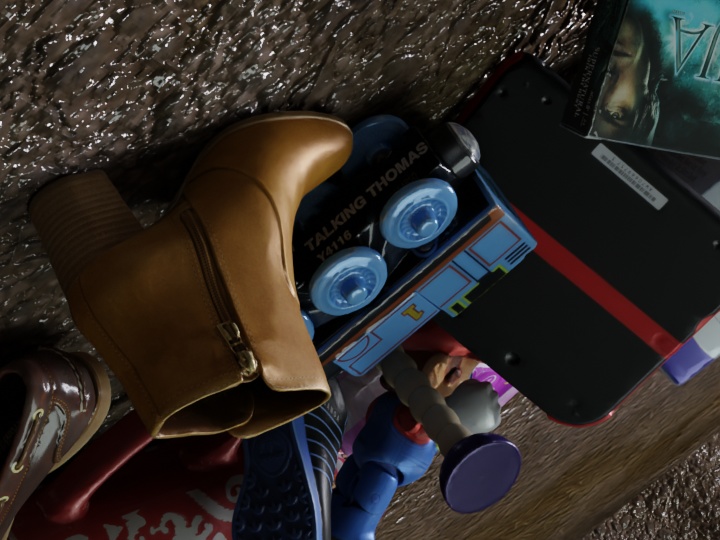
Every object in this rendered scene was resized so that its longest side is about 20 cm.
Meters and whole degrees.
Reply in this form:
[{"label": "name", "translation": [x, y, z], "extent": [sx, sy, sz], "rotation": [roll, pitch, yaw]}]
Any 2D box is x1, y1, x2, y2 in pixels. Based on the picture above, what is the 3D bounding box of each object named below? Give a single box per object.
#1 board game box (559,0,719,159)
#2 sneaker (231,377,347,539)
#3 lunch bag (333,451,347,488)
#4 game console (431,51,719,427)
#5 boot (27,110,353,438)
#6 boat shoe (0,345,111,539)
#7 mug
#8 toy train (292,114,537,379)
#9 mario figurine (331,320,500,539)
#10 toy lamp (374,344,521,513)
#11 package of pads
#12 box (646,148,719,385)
[{"label": "board game box", "translation": [0.215, -0.132, 0.829], "extent": [0.199, 0.028, 0.136], "rotation": [4, 109, -34]}, {"label": "sneaker", "translation": [-0.038, 0.122, 0.912], "extent": [0.070, 0.202, 0.078], "rotation": [-9, 172, 33]}, {"label": "lunch bag", "translation": [-0.088, 0.225, 1.207], "extent": [0.176, 0.082, 0.200], "rotation": [-39, 158, 16]}, {"label": "game console", "translation": [0.119, -0.011, 0.882], "extent": [0.177, 0.200, 0.031], "rotation": [-49, -175, 26]}, {"label": "boot", "translation": [-0.050, 0.004, 0.695], "extent": [0.200, 0.144, 0.071], "rotation": [-19, 154, -39]}, {"label": "boat shoe", "translation": [-0.219, 0.119, 0.779], "extent": [0.200, 0.070, 0.070], "rotation": [-52, 163, 16]}, {"label": "mug", "translation": [-0.156, 0.163, 0.945], "extent": [0.199, 0.179, 0.133], "rotation": [-11, -172, -40]}, {"label": "toy train", "translation": [0.000, 0.000, 0.817], "extent": [0.200, 0.087, 0.114], "rotation": [-41, 139, 11]}, {"label": "mario figurine", "translation": [0.046, 0.115, 0.977], "extent": [0.106, 0.123, 0.201], "rotation": [31, 87, -51]}, {"label": "toy lamp", "translation": [0.027, 0.063, 0.876], "extent": [0.058, 0.200, 0.059], "rotation": [-17, 129, -22]}, {"label": "package of pads", "translation": [0.055, 0.084, 1.129], "extent": [0.120, 0.076, 0.200], "rotation": [-42, 159, 18]}, {"label": "box", "translation": [0.249, -0.044, 1.011], "extent": [0.200, 0.105, 0.184], "rotation": [-39, -164, 7]}]
